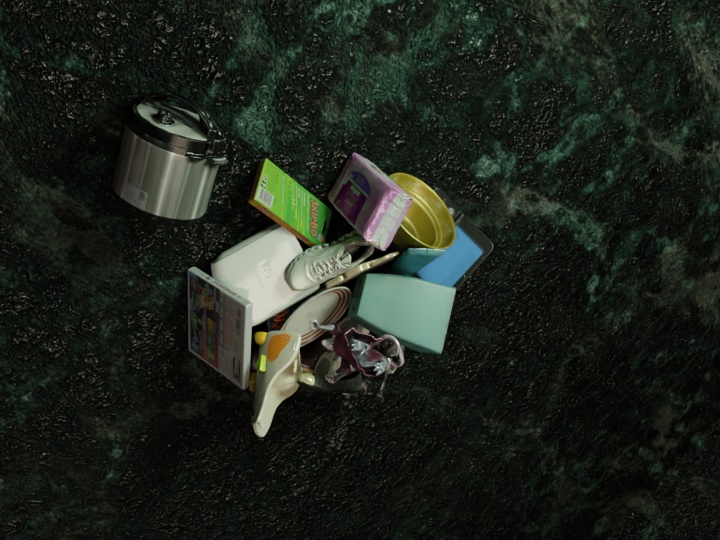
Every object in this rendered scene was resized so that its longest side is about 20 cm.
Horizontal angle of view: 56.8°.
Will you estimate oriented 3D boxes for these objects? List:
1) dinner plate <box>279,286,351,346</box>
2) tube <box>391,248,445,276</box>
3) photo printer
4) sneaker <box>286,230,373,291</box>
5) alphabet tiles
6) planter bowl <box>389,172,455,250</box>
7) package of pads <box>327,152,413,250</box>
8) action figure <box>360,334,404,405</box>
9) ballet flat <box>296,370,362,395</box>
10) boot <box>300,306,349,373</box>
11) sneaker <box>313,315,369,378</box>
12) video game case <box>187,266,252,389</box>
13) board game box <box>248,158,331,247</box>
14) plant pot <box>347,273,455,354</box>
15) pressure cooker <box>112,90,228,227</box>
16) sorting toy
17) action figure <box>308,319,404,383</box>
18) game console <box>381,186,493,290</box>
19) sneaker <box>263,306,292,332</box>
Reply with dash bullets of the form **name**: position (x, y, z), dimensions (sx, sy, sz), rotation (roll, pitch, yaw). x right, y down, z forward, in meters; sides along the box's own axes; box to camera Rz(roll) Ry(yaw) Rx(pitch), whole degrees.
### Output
- **dinner plate**: position (-0.104, 0.100, 1.447), dimensions (0.198, 0.024, 0.202), rotation (-35, 157, -17)
- **tube**: position (0.112, -0.022, 1.401), dimensions (0.075, 0.200, 0.052), rotation (-2, 81, -12)
- **photo printer**: position (-0.203, 0.012, 1.384), dimensions (0.196, 0.069, 0.170), rotation (-28, 104, -8)
- **sneaker**: position (-0.060, -0.019, 1.344), dimensions (0.196, 0.081, 0.077), rotation (-29, 107, -10)
- **alphabet tiles**: position (0.000, 0.000, 1.450), dimensions (0.192, 0.015, 0.199), rotation (-27, 177, 24)
- **planter bowl**: position (0.108, -0.107, 1.451), dimensions (0.196, 0.205, 0.083), rotation (16, 138, -33)
- **package of pads**: position (0.017, -0.142, 1.348), dimensions (0.074, 0.200, 0.122), rotation (23, 106, -37)
- **action figure**: position (0.050, 0.218, 1.650), dimensions (0.117, 0.102, 0.204), rotation (30, 63, -10)
- **ballet flat**: position (-0.069, 0.239, 1.462), dimensions (0.197, 0.065, 0.059), rotation (17, 82, -50)
- **boot**: position (-0.080, 0.155, 1.580), dimensions (0.195, 0.072, 0.172), rotation (7, 103, -29)
- **sneaker**: position (-0.026, 0.187, 1.544), dimensions (0.098, 0.078, 0.202), rotation (25, 104, -42)
- **video game case**: position (-0.291, 0.118, 1.370), dimensions (0.023, 0.179, 0.206), rotation (-27, 134, -46)
- **board game box**: position (-0.137, -0.130, 1.352), dimensions (0.029, 0.098, 0.198), rotation (-15, 142, 42)
- **plant pot**: position (0.081, 0.083, 1.448), dimensions (0.194, 0.141, 0.146), rotation (17, 82, -14)
- **pressure cooker**: position (-0.326, -0.199, 1.152), dimensions (0.171, 0.180, 0.205), rotation (9, 116, -27)
- **sorting toy**: position (-0.187, 0.240, 1.371), dimensions (0.103, 0.185, 0.202), rotation (11, 152, 2)
- **action figure**: position (-0.021, 0.156, 1.421), dimensions (0.145, 0.199, 0.138), rotation (-16, 98, -24)
- **game console**: position (0.177, -0.054, 1.539), dimensions (0.201, 0.117, 0.175), rotation (-47, 129, 6)
- **sneaker**: position (-0.178, 0.122, 1.487), dimensions (0.073, 0.079, 0.206), rotation (-11, 123, -21)
